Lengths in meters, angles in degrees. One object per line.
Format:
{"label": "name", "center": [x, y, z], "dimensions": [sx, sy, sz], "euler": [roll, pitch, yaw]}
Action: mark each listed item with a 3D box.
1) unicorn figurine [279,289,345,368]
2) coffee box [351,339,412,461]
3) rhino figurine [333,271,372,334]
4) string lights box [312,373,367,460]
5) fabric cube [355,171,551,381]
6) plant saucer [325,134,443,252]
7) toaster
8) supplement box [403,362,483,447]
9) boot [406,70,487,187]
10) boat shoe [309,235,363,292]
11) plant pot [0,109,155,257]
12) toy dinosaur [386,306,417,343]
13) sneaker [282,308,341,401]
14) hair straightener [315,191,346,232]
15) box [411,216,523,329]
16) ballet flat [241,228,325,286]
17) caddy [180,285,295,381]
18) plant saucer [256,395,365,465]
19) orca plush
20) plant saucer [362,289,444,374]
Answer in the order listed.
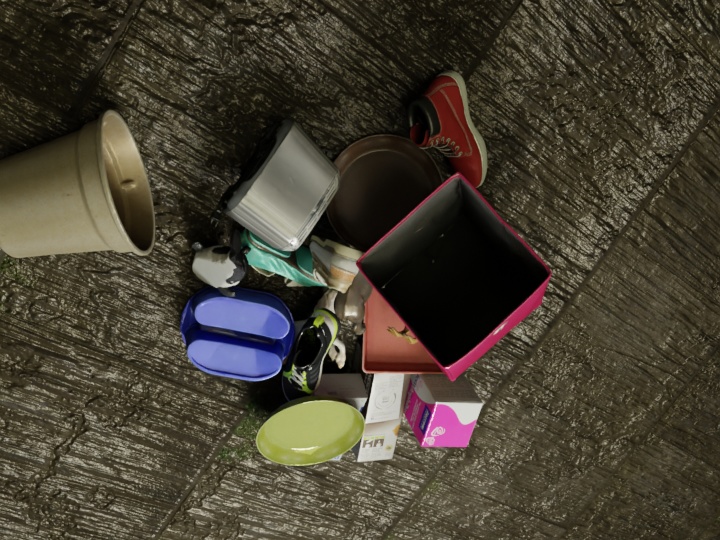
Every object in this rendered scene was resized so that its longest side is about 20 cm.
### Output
{"label": "unicorn figurine", "center": [-0.076, 0.108, 1.264], "dimensions": [0.197, 0.074, 0.140], "euler": [-21, 107, 0]}
{"label": "coffee box", "center": [0.028, 0.247, 1.358], "dimensions": [0.078, 0.115, 0.204], "euler": [0, 117, -20]}
{"label": "rhino figurine", "center": [0.000, 0.000, 1.205], "dimensions": [0.059, 0.204, 0.088], "euler": [9, 163, 16]}
{"label": "string lights box", "center": [-0.065, 0.282, 1.342], "dimensions": [0.101, 0.060, 0.202], "euler": [3, 133, -21]}
{"label": "fabric cube", "center": [0.138, 0.020, 1.035], "dimensions": [0.196, 0.201, 0.199], "euler": [-40, 163, -1]}
{"label": "plant saucer", "center": [0.039, -0.120, 1.160], "dimensions": [0.196, 0.032, 0.205], "euler": [0, 81, 1]}
{"label": "toaster", "center": [-0.122, -0.119, 1.076], "dimensions": [0.129, 0.113, 0.202], "euler": [37, 77, -19]}
{"label": "supplement box", "center": [0.136, 0.228, 1.336], "dimensions": [0.101, 0.201, 0.103], "euler": [5, 115, -22]}
{"label": "boot", "center": [0.136, -0.199, 1.146], "dimensions": [0.145, 0.071, 0.202], "euler": [-49, 126, -39]}
{"label": "boat shoe", "center": [-0.048, -0.012, 1.119], "dimensions": [0.073, 0.200, 0.070], "euler": [17, 91, -11]}
{"label": "plant pot", "center": [-0.406, -0.103, 0.981], "dimensions": [0.180, 0.202, 0.204], "euler": [-12, 121, -1]}
{"label": "toy dinosaur", "center": [0.108, 0.084, 1.253], "dimensions": [0.200, 0.060, 0.107], "euler": [46, 69, -13]}
{"label": "sneaker", "center": [-0.100, 0.150, 1.201], "dimensions": [0.071, 0.083, 0.203], "euler": [29, 116, 16]}
{"label": "hair straightener", "center": [-0.099, -0.093, 1.174], "dimensions": [0.196, 0.041, 0.079], "euler": [-3, 101, -26]}
{"label": "box", "center": [0.166, -0.012, 1.205], "dimensions": [0.147, 0.202, 0.124], "euler": [-32, 163, 0]}
{"label": "ballet flat", "center": [-0.126, -0.012, 1.202], "dimensions": [0.198, 0.068, 0.070], "euler": [26, 130, -29]}
{"label": "caddy", "center": [-0.206, 0.104, 1.200], "dimensions": [0.196, 0.105, 0.144], "euler": [12, 98, -12]}
{"label": "plant saucer", "center": [-0.090, 0.282, 1.269], "dimensions": [0.196, 0.031, 0.202], "euler": [-8, 135, -7]}
{"label": "orca plush", "center": [-0.204, -0.028, 1.103], "dimensions": [0.105, 0.200, 0.071], "euler": [47, 63, 0]}
{"label": "plant saucer", "center": [0.090, 0.085, 1.296], "dimensions": [0.196, 0.037, 0.205], "euler": [4, 84, -22]}
